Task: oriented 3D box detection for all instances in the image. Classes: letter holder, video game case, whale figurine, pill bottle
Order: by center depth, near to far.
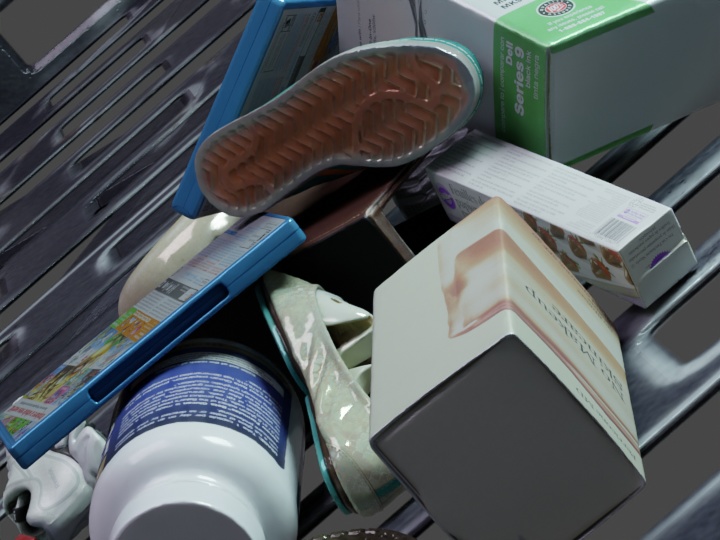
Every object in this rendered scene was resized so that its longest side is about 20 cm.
[{"bbox_3d":[-0.087,0.120,1.557,0.111,0.111,0.200,-38,14,12],"label":"pill bottle"},{"bbox_3d":[-0.122,0.036,1.651,0.200,0.018,0.143,-39,10,-7],"label":"video game case"},{"bbox_3d":[0.000,0.000,1.719,0.200,0.101,0.142,-27,18,43],"label":"letter holder"},{"bbox_3d":[-0.046,-0.108,1.809,0.144,0.018,0.200,-67,-15,14],"label":"video game case"},{"bbox_3d":[-0.094,0.028,1.932,0.159,0.104,0.200,-49,-8,-24],"label":"whale figurine"}]

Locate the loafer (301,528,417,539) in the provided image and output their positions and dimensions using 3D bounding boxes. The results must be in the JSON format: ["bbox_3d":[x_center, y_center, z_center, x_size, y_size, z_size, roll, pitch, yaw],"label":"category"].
[{"bbox_3d":[-0.053,0.188,1.371,0.199,0.068,0.076,-28,14,-15],"label":"loafer"}]

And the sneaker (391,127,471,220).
[{"bbox_3d":[0.057,-0.059,1.816,0.074,0.082,0.200,-23,35,4],"label":"sneaker"}]

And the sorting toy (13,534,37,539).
[{"bbox_3d":[-0.214,0.235,1.633,0.199,0.070,0.200,-45,15,-16],"label":"sorting toy"}]

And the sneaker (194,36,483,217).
[{"bbox_3d":[-0.003,-0.092,1.657,0.199,0.072,0.080,-19,10,37],"label":"sneaker"}]

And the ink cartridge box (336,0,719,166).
[{"bbox_3d":[0.098,-0.148,1.673,0.145,0.085,0.200,-24,37,-30],"label":"ink cartridge box"}]

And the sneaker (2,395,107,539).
[{"bbox_3d":[-0.209,0.135,1.927,0.081,0.075,0.200,-53,16,-10],"label":"sneaker"}]

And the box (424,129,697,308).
[{"bbox_3d":[0.104,-0.030,1.546,0.041,0.039,0.200,-37,29,-16],"label":"box"}]

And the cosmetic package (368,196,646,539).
[{"bbox_3d":[0.067,0.053,1.378,0.087,0.103,0.200,-38,16,13],"label":"cosmetic package"}]

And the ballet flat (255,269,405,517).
[{"bbox_3d":[-0.004,0.058,1.573,0.062,0.068,0.200,-29,40,5],"label":"ballet flat"}]
